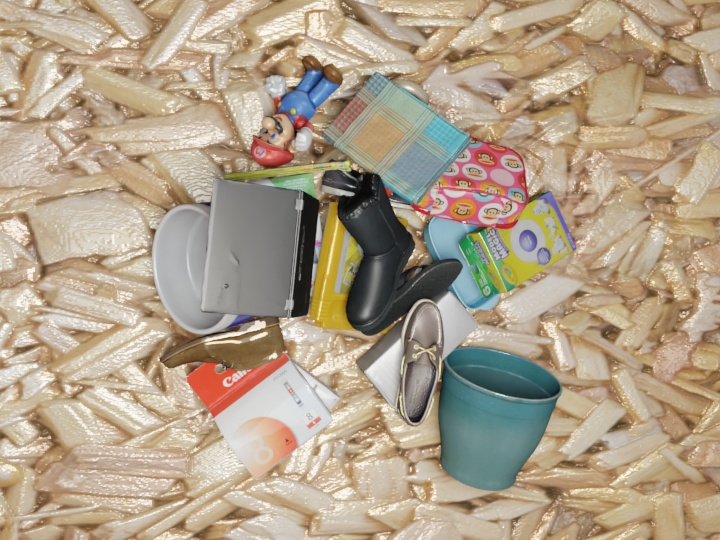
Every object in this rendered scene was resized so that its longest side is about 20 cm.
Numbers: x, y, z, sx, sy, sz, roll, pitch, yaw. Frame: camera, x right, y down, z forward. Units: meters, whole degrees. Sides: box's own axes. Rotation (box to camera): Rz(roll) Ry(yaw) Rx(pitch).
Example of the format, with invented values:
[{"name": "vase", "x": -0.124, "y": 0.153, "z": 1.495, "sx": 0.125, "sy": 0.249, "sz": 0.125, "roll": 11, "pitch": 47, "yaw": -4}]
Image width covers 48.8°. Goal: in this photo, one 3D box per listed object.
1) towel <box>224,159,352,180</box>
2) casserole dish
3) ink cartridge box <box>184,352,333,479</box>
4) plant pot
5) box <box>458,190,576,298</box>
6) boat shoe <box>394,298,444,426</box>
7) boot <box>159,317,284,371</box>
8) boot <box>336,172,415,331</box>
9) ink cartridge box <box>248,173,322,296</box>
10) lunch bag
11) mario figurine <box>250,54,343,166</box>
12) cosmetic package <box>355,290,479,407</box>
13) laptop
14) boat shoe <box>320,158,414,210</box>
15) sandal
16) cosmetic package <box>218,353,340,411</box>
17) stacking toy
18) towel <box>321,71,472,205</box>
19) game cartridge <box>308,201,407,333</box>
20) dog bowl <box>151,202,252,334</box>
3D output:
[{"name": "towel", "x": -0.112, "y": -0.157, "z": 1.257, "sx": 0.198, "sy": 0.086, "sz": 0.018, "roll": -6, "pitch": 98, "yaw": 2}, {"name": "casserole dish", "x": 0.174, "y": -0.023, "z": 1.365, "sx": 0.121, "sy": 0.039, "sz": 0.201, "roll": -31, "pitch": 99, "yaw": -34}, {"name": "ink cartridge box", "x": -0.163, "y": 0.210, "z": 1.286, "sx": 0.162, "sy": 0.050, "sz": 0.201, "roll": -36, "pitch": 101, "yaw": -3}, {"name": "plant pot", "x": 0.216, "y": 0.255, "z": 1.334, "sx": 0.199, "sy": 0.200, "sz": 0.189, "roll": 10, "pitch": 106, "yaw": -9}, {"name": "box", "x": 0.269, "y": -0.044, "z": 1.367, "sx": 0.199, "sy": 0.048, "sz": 0.118, "roll": -30, "pitch": 97, "yaw": -22}, {"name": "boat shoe", "x": 0.097, "y": 0.147, "z": 1.262, "sx": 0.071, "sy": 0.060, "sz": 0.202, "roll": 11, "pitch": 91, "yaw": -9}, {"name": "boot", "x": -0.217, "y": 0.132, "z": 1.254, "sx": 0.199, "sy": 0.074, "sz": 0.076, "roll": -16, "pitch": 91, "yaw": -1}, {"name": "boot", "x": 0.004, "y": -0.031, "z": 1.231, "sx": 0.168, "sy": 0.076, "sz": 0.201, "roll": 54, "pitch": 54, "yaw": -43}, {"name": "ink cartridge box", "x": -0.137, "y": -0.050, "z": 1.307, "sx": 0.144, "sy": 0.087, "sz": 0.202, "roll": -9, "pitch": 95, "yaw": -12}, {"name": "lunch bag", "x": 0.177, "y": -0.163, "z": 1.330, "sx": 0.198, "sy": 0.082, "sz": 0.177, "roll": 11, "pitch": 48, "yaw": -8}, {"name": "mario figurine", "x": -0.115, "y": -0.261, "z": 1.289, "sx": 0.106, "sy": 0.123, "sz": 0.201, "roll": 35, "pitch": 83, "yaw": -21}, {"name": "cosmetic package", "x": 0.094, "y": 0.125, "z": 1.344, "sx": 0.200, "sy": 0.107, "sz": 0.090, "roll": -40, "pitch": 97, "yaw": -3}, {"name": "laptop", "x": -0.143, "y": -0.028, "z": 1.186, "sx": 0.115, "sy": 0.200, "sz": 0.189, "roll": 6, "pitch": 90, "yaw": 8}, {"name": "boat shoe", "x": 0.034, "y": -0.143, "z": 1.339, "sx": 0.198, "sy": 0.073, "sz": 0.063, "roll": 11, "pitch": 94, "yaw": -5}, {"name": "sandal", "x": 0.074, "y": 0.031, "z": 1.298, "sx": 0.200, "sy": 0.075, "sz": 0.048, "roll": -33, "pitch": 56, "yaw": 3}, {"name": "cosmetic package", "x": -0.137, "y": 0.183, "z": 1.337, "sx": 0.200, "sy": 0.051, "sz": 0.083, "roll": 38, "pitch": 86, "yaw": -9}, {"name": "stacking toy", "x": 0.052, "y": -0.209, "z": 1.307, "sx": 0.085, "sy": 0.085, "sz": 0.201, "roll": 18, "pitch": 73, "yaw": -9}, {"name": "towel", "x": 0.056, "y": -0.212, "z": 1.258, "sx": 0.200, "sy": 0.022, "sz": 0.147, "roll": 38, "pitch": 83, "yaw": 15}, {"name": "game cartridge", "x": 0.000, "y": 0.000, "z": 1.311, "sx": 0.176, "sy": 0.032, "sz": 0.202, "roll": 9, "pitch": 90, "yaw": -47}, {"name": "dog bowl", "x": -0.235, "y": -0.006, "z": 1.240, "sx": 0.079, "sy": 0.199, "sz": 0.202, "roll": -13, "pitch": 96, "yaw": -50}]
